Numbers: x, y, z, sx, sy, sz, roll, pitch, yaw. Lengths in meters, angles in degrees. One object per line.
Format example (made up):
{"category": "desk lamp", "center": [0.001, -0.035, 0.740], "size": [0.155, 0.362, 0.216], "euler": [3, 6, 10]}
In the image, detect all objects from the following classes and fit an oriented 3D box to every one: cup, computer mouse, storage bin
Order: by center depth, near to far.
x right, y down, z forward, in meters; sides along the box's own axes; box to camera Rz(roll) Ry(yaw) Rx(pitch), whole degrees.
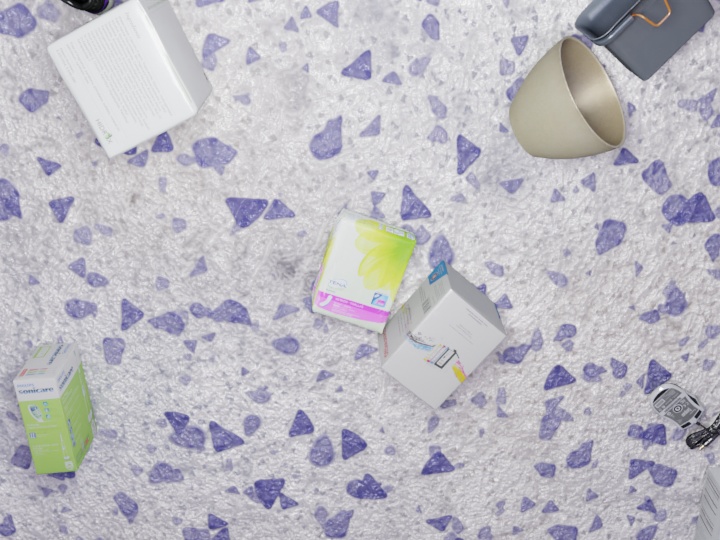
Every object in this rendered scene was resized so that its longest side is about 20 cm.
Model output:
{"category": "storage bin", "center": [0.483, -0.420, 1.489], "size": [0.134, 0.146, 0.200], "euler": [37, 107, -25]}
{"category": "cup", "center": [0.336, -0.270, 1.525], "size": [0.142, 0.201, 0.201], "euler": [-26, 113, 37]}
{"category": "computer mouse", "center": [0.654, 0.280, 1.811], "size": [0.199, 0.044, 0.110], "euler": [37, 111, -20]}

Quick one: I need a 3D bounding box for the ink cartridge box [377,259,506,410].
{"category": "ink cartridge box", "center": [0.147, 0.120, 1.681], "size": [0.144, 0.148, 0.200], "euler": [38, 107, -15]}

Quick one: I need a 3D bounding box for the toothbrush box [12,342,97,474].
{"category": "toothbrush box", "center": [-0.580, 0.262, 1.724], "size": [0.084, 0.146, 0.204], "euler": [-4, 112, 1]}

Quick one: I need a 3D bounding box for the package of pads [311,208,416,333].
{"category": "package of pads", "center": [0.000, 0.000, 1.674], "size": [0.152, 0.068, 0.203], "euler": [18, 109, -9]}

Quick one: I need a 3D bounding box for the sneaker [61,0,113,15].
{"category": "sneaker", "center": [-0.496, -0.487, 1.453], "size": [0.198, 0.100, 0.070], "euler": [33, 108, -7]}

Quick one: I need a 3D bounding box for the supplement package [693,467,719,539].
{"category": "supplement package", "center": [0.776, 0.524, 1.870], "size": [0.111, 0.110, 0.204], "euler": [1, 112, -1]}

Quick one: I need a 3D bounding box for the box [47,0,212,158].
{"category": "box", "center": [-0.366, -0.326, 1.468], "size": [0.169, 0.200, 0.203], "euler": [-23, 110, 8]}
